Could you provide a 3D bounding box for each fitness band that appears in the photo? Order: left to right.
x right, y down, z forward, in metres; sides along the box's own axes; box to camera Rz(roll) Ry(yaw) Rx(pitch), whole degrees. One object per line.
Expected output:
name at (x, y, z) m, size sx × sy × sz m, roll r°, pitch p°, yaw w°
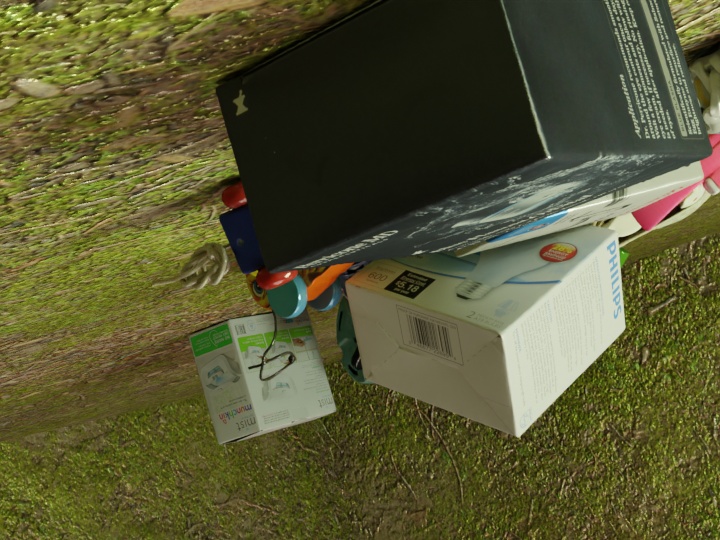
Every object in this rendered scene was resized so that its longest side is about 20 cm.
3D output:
fitness band at (0.355, -0.111, 1.353) m, size 0.200 × 0.037 × 0.144 m, roll -40°, pitch 179°, yaw -11°

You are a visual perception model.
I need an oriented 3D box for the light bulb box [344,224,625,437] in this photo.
light bulb box at (0.127, 0.036, 1.348) m, size 0.198 × 0.125 × 0.200 m, roll 17°, pitch -138°, yaw 37°

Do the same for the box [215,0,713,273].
box at (0.062, -0.086, 0.778) m, size 0.196 × 0.118 × 0.199 m, roll -21°, pitch 171°, yaw 38°

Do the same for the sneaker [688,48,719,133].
sneaker at (0.307, -0.148, 1.055) m, size 0.080 × 0.077 × 0.200 m, roll -13°, pitch 171°, yaw -11°

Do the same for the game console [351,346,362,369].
game console at (0.110, 0.080, 1.925) m, size 0.175 × 0.116 × 0.201 m, roll -8°, pitch 132°, yaw -48°

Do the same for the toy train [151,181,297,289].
toy train at (-0.063, -0.038, 1.081) m, size 0.199 × 0.085 × 0.116 m, roll -20°, pitch -174°, yaw 28°

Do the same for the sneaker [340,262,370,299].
sneaker at (0.000, 0.000, 1.510) m, size 0.070 × 0.082 × 0.200 m, roll -16°, pitch 174°, yaw 3°

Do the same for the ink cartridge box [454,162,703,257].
ink cartridge box at (0.191, -0.085, 1.250) m, size 0.199 × 0.085 × 0.146 m, roll -14°, pitch 174°, yaw -23°

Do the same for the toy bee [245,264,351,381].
toy bee at (-0.079, 0.003, 1.355) m, size 0.200 × 0.109 × 0.131 m, roll -44°, pitch 157°, yaw 15°

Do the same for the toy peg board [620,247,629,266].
toy peg board at (0.231, -0.018, 1.706) m, size 0.200 × 0.199 × 0.098 m, roll -4°, pitch 126°, yaw -62°

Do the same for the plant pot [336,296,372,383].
plant pot at (0.079, 0.092, 2.113) m, size 0.195 × 0.201 × 0.200 m, roll -3°, pitch 168°, yaw -28°

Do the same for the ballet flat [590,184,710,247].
ballet flat at (0.320, -0.072, 1.459) m, size 0.199 × 0.068 × 0.062 m, roll -34°, pitch -174°, yaw -8°

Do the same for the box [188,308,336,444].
box at (-0.148, 0.161, 2.108) m, size 0.096 × 0.177 × 0.200 m, roll -21°, pitch 173°, yaw 34°
